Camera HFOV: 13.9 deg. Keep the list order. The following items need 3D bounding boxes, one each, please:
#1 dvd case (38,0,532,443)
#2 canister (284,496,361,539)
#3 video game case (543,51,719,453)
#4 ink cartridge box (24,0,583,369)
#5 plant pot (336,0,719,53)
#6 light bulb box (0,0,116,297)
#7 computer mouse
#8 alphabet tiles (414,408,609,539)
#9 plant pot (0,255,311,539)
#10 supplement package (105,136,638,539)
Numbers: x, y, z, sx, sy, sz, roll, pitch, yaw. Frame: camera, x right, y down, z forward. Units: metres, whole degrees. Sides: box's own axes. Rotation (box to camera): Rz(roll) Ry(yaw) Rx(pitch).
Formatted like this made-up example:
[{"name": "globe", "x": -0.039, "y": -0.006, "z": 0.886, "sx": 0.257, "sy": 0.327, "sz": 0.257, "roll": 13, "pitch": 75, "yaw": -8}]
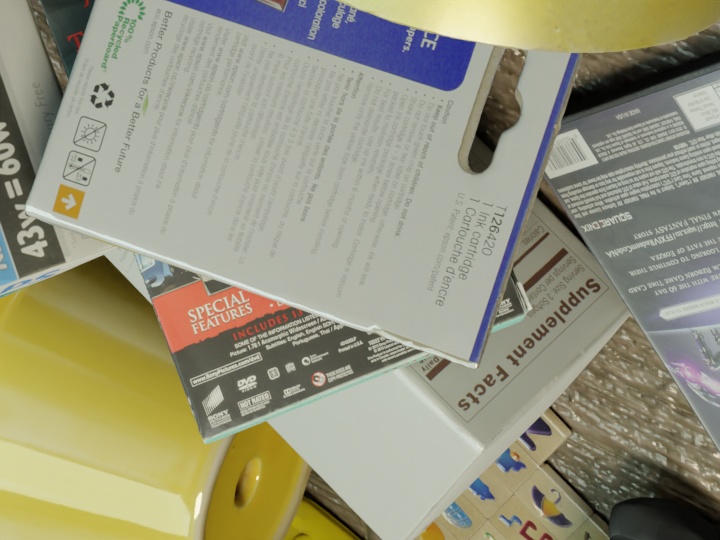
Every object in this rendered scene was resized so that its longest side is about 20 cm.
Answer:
[{"name": "dvd case", "x": -0.033, "y": -0.047, "z": 1.215, "sx": 0.022, "sy": 0.145, "sz": 0.201, "roll": 89, "pitch": 159, "yaw": -82}, {"name": "canister", "x": -0.037, "y": 0.224, "z": 1.592, "sx": 0.148, "sy": 0.086, "sz": 0.200, "roll": 40, "pitch": 145, "yaw": 13}, {"name": "video game case", "x": 0.162, "y": 0.009, "z": 1.206, "sx": 0.143, "sy": 0.019, "sz": 0.201, "roll": -17, "pitch": 111, "yaw": 55}, {"name": "ink cartridge box", "x": -0.011, "y": -0.084, "z": 1.162, "sx": 0.199, "sy": 0.199, "sz": 0.047, "roll": 19, "pitch": 180, "yaw": 14}, {"name": "plant pot", "x": 0.054, "y": -0.185, "z": 1.003, "sx": 0.199, "sy": 0.200, "sz": 0.143, "roll": 31, "pitch": 126, "yaw": 25}, {"name": "light bulb box", "x": -0.224, "y": -0.068, "z": 1.272, "sx": 0.200, "sy": 0.124, "sz": 0.199, "roll": -16, "pitch": 94, "yaw": 59}, {"name": "computer mouse", "x": 0.194, "y": 0.165, "z": 1.321, "sx": 0.200, "sy": 0.034, "sz": 0.059, "roll": 40, "pitch": 161, "yaw": 1}, {"name": "alphabet tiles", "x": 0.046, "y": 0.089, "z": 1.432, "sx": 0.200, "sy": 0.008, "sz": 0.167, "roll": 45, "pitch": 146, "yaw": 6}, {"name": "plant pot", "x": -0.130, "y": 0.075, "z": 1.462, "sx": 0.188, "sy": 0.201, "sz": 0.202, "roll": 20, "pitch": 138, "yaw": 20}, {"name": "supplement package", "x": 0.000, "y": 0.000, "z": 1.294, "sx": 0.200, "sy": 0.117, "sz": 0.117, "roll": 45, "pitch": 147, "yaw": 6}]
